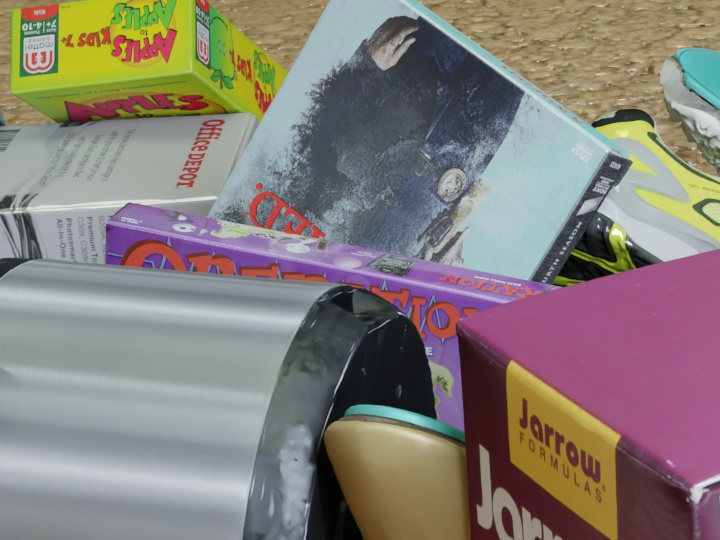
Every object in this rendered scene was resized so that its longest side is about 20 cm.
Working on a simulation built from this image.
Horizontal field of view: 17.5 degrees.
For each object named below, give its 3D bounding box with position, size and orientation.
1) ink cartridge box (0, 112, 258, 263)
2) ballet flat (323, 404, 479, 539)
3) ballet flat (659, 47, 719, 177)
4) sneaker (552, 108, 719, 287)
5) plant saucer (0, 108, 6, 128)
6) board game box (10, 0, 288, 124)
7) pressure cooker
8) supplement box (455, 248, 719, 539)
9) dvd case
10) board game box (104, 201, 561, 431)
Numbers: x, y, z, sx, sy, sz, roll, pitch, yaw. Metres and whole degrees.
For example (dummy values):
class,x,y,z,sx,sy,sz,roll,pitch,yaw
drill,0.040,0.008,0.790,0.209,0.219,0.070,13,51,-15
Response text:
class,x,y,z,sx,sy,sz,roll,pitch,yaw
ink cartridge box,-0.153,-0.018,1.191,0.199,0.085,0.146,-2,20,5
ballet flat,0.054,0.104,0.742,0.068,0.063,0.200,0,-23,41
ballet flat,0.212,-0.029,0.985,0.199,0.072,0.072,20,23,-2
sneaker,0.160,0.006,0.949,0.075,0.200,0.077,-17,45,49
plant saucer,-0.224,-0.077,1.269,0.070,0.019,0.200,-1,-19,-2
board game box,-0.103,-0.097,1.280,0.101,0.048,0.200,-5,-13,16
pressure cooker,-0.085,0.084,0.802,0.199,0.177,0.179,6,20,16
supplement box,0.104,0.113,0.656,0.103,0.201,0.131,-13,22,-21
dvd case,0.000,0.000,0.927,0.146,0.200,0.022,40,18,29
board game box,-0.001,0.050,0.871,0.199,0.121,0.032,11,20,16
